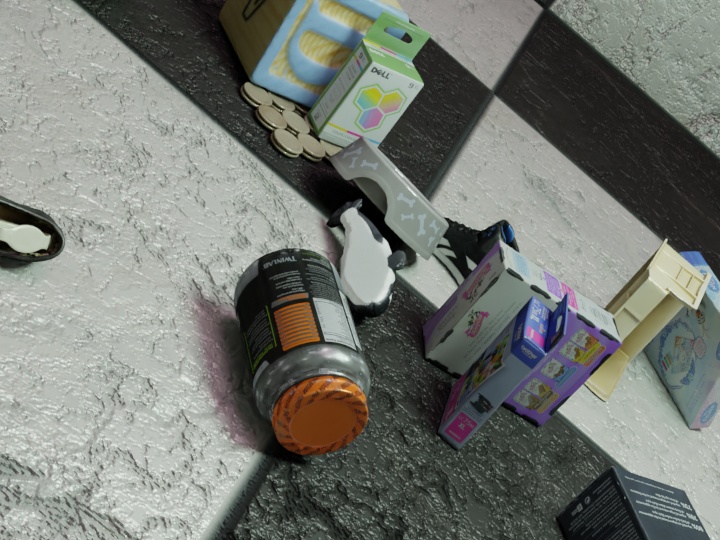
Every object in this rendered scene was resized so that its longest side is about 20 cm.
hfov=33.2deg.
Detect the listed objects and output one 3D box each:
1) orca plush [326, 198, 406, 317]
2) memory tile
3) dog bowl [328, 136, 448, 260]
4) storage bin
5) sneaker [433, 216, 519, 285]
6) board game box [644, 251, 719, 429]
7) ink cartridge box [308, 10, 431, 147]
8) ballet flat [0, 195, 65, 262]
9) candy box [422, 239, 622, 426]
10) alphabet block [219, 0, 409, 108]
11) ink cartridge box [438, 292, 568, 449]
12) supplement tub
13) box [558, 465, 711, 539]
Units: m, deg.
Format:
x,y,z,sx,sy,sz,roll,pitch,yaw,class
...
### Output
x,y,z,sx,sy,sz,roll,pitch,yaw,class
0.000,0.000,1.558,0.201,0.104,0.072,54,-17,45,orca plush
-0.083,-0.213,1.790,0.199,0.017,0.154,5,44,-50,memory tile
0.045,-0.106,1.687,0.200,0.059,0.200,45,7,-7,dog bowl
0.420,0.074,1.826,0.094,0.201,0.198,42,26,7,storage bin
0.163,-0.053,1.770,0.201,0.112,0.073,51,27,20,sneaker
0.536,0.111,1.933,0.043,0.202,0.200,-2,44,-18,board game box
0.022,-0.271,1.772,0.103,0.201,0.060,16,35,-38,ink cartridge box
-0.355,-0.050,1.100,0.198,0.069,0.068,14,4,-43,ballet flat
0.206,0.084,1.559,0.199,0.168,0.072,32,27,-19,candy box
-0.074,-0.383,1.836,0.194,0.197,0.201,21,27,-35,alphabet block
0.171,0.110,1.435,0.042,0.200,0.120,39,26,-4,ink cartridge box
-0.060,0.084,1.250,0.122,0.123,0.201,22,33,-33,supplement tub
0.344,0.351,1.412,0.147,0.105,0.201,23,32,-34,box
